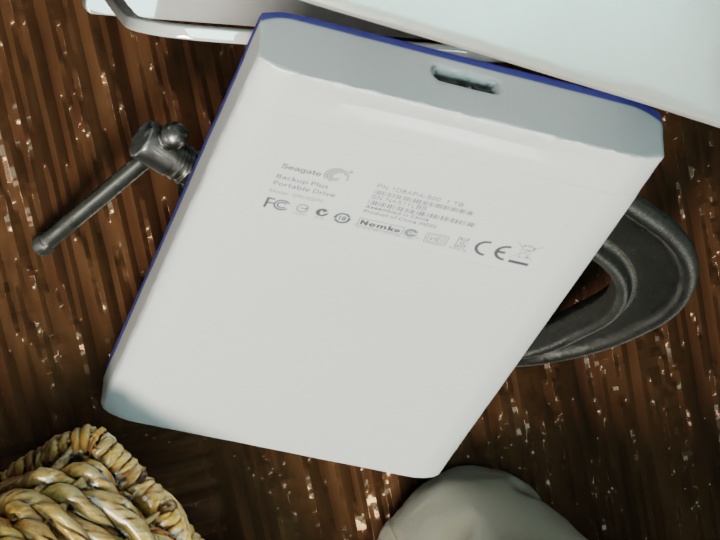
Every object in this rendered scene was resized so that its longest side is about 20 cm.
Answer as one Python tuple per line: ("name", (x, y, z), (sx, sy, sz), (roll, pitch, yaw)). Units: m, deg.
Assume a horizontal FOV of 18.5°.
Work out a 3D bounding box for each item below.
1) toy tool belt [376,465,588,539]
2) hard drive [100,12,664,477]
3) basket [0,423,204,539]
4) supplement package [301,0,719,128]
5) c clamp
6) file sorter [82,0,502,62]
("toy tool belt", (0.095, 0.157, 0.813), (0.199, 0.123, 0.126), (21, 99, -16))
("hard drive", (0.000, 0.000, 0.741), (0.131, 0.025, 0.200), (12, 142, -14))
("basket", (-0.109, 0.183, 0.791), (0.200, 0.142, 0.149), (51, 50, -12))
("supplement package", (0.015, -0.128, 0.601), (0.199, 0.117, 0.118), (15, 101, -13))
("c clamp", (0.011, -0.012, 0.775), (0.199, 0.027, 0.171), (28, 138, -23))
("file sorter", (-0.010, -0.171, 0.711), (0.138, 0.125, 0.201), (3, 103, -12))
